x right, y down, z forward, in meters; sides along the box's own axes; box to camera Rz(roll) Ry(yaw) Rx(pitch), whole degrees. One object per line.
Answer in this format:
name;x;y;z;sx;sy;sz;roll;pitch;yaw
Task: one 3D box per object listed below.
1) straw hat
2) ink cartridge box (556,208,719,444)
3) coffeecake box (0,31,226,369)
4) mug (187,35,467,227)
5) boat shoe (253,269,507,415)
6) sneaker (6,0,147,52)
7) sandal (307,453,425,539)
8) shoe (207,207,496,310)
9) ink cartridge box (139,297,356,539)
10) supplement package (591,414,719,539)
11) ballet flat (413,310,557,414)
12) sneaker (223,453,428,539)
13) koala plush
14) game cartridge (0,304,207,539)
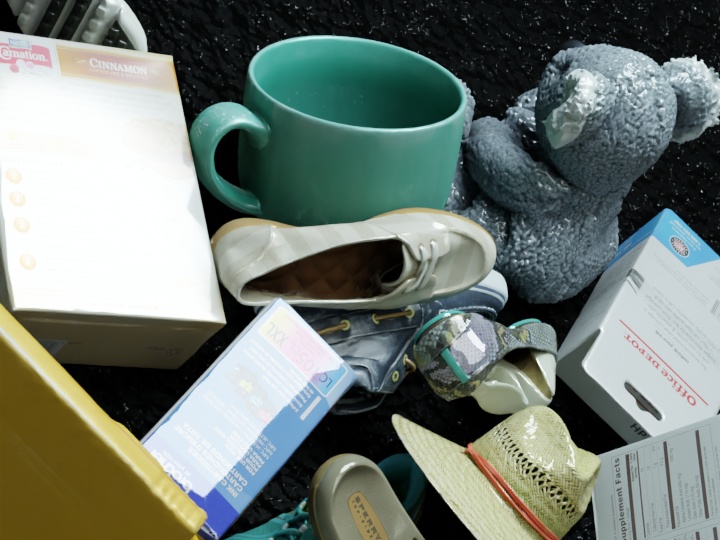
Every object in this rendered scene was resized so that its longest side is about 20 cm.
straw hat;0.111;0.136;1.409;0.201;0.085;0.201;48;4;-5
ink cartridge box;0.220;0.061;1.626;0.116;0.067;0.200;43;46;-7
coffeecake box;-0.184;-0.045;1.383;0.152;0.073;0.202;5;61;-35
mug;-0.025;-0.081;1.487;0.183;0.115;0.152;8;29;-2
boat shoe;0.022;0.050;1.487;0.199;0.071;0.092;-2;65;-30
sneaker;-0.218;-0.211;1.462;0.200;0.075;0.081;42;34;-2
sandal;0.038;0.198;1.310;0.080;0.054;0.201;-40;105;-41
shoe;0.000;0.000;1.411;0.198;0.070;0.053;-2;26;-18
ink cartridge box;-0.104;0.126;1.293;0.076;0.137;0.200;43;46;1
supplement package;0.260;0.216;1.487;0.200;0.110;0.157;35;43;-45
ballet flat;0.098;0.072;1.492;0.200;0.072;0.073;11;53;-64
sneaker;-0.030;0.164;1.353;0.077;0.080;0.199;37;34;26
koala plush;0.162;-0.093;1.586;0.176;0.200;0.185;-3;65;-38
game cartridge;-0.204;0.127;1.195;0.200;0.176;0.032;46;23;-5
